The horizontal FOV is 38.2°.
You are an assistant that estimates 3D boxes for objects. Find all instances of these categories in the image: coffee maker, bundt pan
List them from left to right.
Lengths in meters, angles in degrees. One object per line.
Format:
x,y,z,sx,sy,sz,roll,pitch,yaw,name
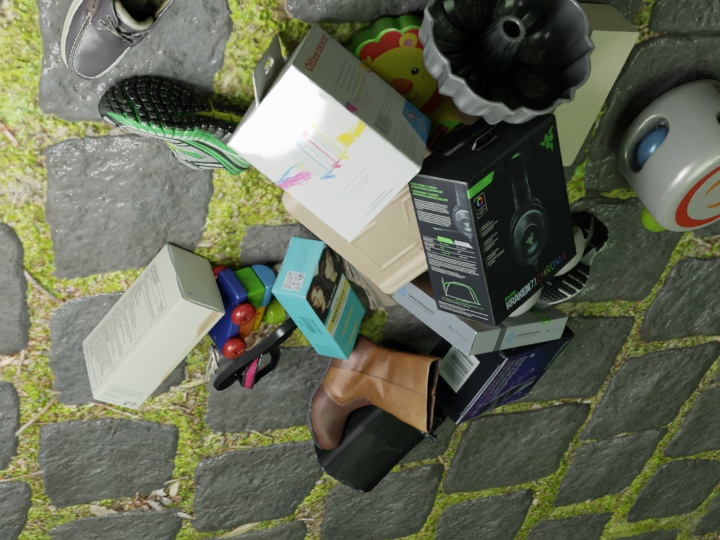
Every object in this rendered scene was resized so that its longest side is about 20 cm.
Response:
0.025,0.236,1.577,0.135,0.192,0.200,41,113,-2,coffee maker
0.151,-0.248,1.145,0.200,0.204,0.076,-4,164,-21,bundt pan

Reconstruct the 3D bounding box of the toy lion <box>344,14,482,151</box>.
0.045,-0.199,1.238,0.191,0.069,0.200,20,123,-30,toy lion

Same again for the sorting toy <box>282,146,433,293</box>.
0.033,-0.082,1.281,0.185,0.037,0.200,-36,118,25,sorting toy

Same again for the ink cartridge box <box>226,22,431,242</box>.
-0.040,-0.159,1.138,0.200,0.129,0.125,38,120,-13,ink cartridge box

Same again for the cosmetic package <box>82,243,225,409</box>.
-0.268,0.074,1.337,0.071,0.106,0.200,23,122,-41,cosmetic package

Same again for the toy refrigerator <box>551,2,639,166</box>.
0.258,-0.229,1.294,0.075,0.070,0.201,-6,136,-29,toy refrigerator

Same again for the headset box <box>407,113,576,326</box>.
0.155,-0.071,1.199,0.174,0.092,0.201,-36,125,-34,headset box

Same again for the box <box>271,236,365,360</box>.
-0.052,0.040,1.388,0.049,0.083,0.200,10,156,22,box

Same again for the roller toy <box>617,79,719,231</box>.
0.449,-0.159,1.399,0.199,0.140,0.183,-30,149,3,roller toy

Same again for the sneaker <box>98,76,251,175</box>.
-0.198,-0.149,1.159,0.199,0.078,0.085,16,134,-31,sneaker

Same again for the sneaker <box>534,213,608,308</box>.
0.290,0.001,1.485,0.200,0.074,0.080,-41,167,-41,sneaker

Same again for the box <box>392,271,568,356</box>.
0.167,0.051,1.435,0.199,0.156,0.041,-4,121,-43,box

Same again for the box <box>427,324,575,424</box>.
0.202,0.125,1.557,0.199,0.104,0.148,-12,142,-47,box

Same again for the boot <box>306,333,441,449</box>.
0.024,0.191,1.483,0.068,0.199,0.190,6,98,-54,boot

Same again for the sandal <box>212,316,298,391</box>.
-0.140,0.129,1.450,0.200,0.045,0.075,-39,178,40,sandal

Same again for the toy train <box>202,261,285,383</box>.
-0.153,0.070,1.416,0.115,0.085,0.201,-18,146,-33,toy train

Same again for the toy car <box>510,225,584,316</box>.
0.186,-0.043,1.397,0.200,0.175,0.150,-41,-174,-15,toy car

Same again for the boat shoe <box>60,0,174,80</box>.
-0.232,-0.262,1.034,0.072,0.065,0.200,23,121,-42,boat shoe

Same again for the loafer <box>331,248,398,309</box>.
0.000,0.000,1.413,0.063,0.072,0.200,-27,142,14,loafer
